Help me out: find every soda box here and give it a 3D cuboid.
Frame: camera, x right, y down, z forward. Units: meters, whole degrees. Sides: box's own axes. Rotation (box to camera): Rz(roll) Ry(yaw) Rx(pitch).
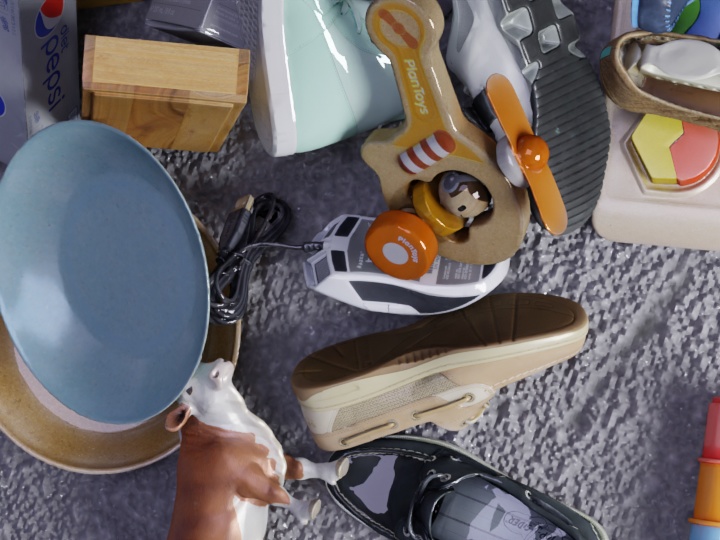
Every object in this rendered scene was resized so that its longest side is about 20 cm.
[{"bbox_3d":[-0.234,-0.160,1.205,0.068,0.201,0.064,27,53,15],"label":"soda box"}]

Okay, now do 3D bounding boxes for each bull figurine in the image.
[{"bbox_3d":[-0.081,0.155,1.188,0.121,0.065,0.201,19,110,20],"label":"bull figurine"}]

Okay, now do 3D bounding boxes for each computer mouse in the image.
[{"bbox_3d":[0.000,0.000,1.198,0.198,0.044,0.110,6,45,10],"label":"computer mouse"}]

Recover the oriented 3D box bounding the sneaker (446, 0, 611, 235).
[{"bbox_3d":[0.102,-0.122,1.167,0.088,0.074,0.202,2,109,52],"label":"sneaker"}]

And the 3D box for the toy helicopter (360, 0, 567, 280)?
[{"bbox_3d":[0.056,-0.086,1.106,0.131,0.079,0.201,3,130,31],"label":"toy helicopter"}]

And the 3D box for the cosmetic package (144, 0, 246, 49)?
[{"bbox_3d":[-0.058,-0.241,1.205,0.090,0.107,0.201,19,90,-29],"label":"cosmetic package"}]

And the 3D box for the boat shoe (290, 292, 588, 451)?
[{"bbox_3d":[0.057,0.068,1.184,0.198,0.071,0.065,-14,115,10],"label":"boat shoe"}]

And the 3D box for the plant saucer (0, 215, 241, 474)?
[{"bbox_3d":[-0.176,0.039,1.247,0.198,0.035,0.202,-1,87,10],"label":"plant saucer"}]

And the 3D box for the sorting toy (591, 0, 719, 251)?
[{"bbox_3d":[0.249,-0.113,1.165,0.184,0.036,0.202,6,86,14],"label":"sorting toy"}]

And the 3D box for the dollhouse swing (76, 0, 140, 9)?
[{"bbox_3d":[-0.226,-0.296,1.226,0.180,0.176,0.202,-5,84,13],"label":"dollhouse swing"}]

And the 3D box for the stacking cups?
[{"bbox_3d":[0.228,0.182,1.137,0.060,0.060,0.202,5,81,14],"label":"stacking cups"}]

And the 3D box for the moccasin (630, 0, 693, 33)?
[{"bbox_3d":[0.228,-0.230,1.131,0.068,0.081,0.201,21,66,15],"label":"moccasin"}]

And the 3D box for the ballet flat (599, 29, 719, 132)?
[{"bbox_3d":[0.244,-0.116,1.114,0.199,0.072,0.068,15,85,15],"label":"ballet flat"}]

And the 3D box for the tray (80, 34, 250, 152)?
[{"bbox_3d":[-0.131,-0.110,1.159,0.098,0.200,0.037,4,84,-9],"label":"tray"}]

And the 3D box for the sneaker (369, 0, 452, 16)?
[{"bbox_3d":[0.030,-0.233,1.218,0.199,0.078,0.112,-36,63,12],"label":"sneaker"}]

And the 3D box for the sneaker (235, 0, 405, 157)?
[{"bbox_3d":[-0.017,-0.179,1.135,0.117,0.074,0.202,-14,118,-17],"label":"sneaker"}]

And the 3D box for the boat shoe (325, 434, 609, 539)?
[{"bbox_3d":[0.063,0.158,1.167,0.198,0.066,0.075,24,92,15],"label":"boat shoe"}]

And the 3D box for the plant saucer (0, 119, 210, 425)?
[{"bbox_3d":[-0.164,-0.001,1.183,0.200,0.039,0.203,9,106,35],"label":"plant saucer"}]
